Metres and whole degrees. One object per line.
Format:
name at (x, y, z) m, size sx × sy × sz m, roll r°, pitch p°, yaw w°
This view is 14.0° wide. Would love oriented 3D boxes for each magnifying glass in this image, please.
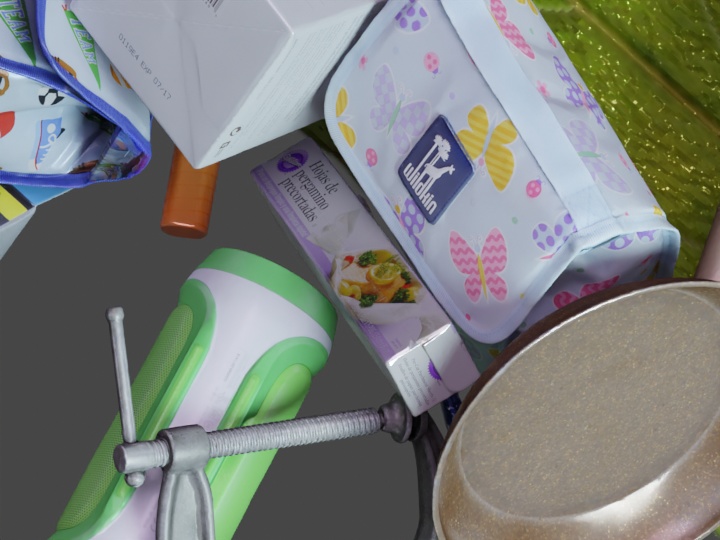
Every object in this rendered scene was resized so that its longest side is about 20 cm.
magnifying glass at (-0.078, -0.113, 1.564) m, size 0.079 × 0.022 × 0.201 m, roll 8°, pitch 72°, yaw 3°

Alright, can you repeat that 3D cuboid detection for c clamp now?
c clamp at (-0.031, 0.102, 1.421) m, size 0.199 × 0.027 × 0.171 m, roll 0°, pitch 92°, yaw -32°

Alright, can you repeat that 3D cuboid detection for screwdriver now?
screwdriver at (0.040, 0.048, 1.499) m, size 0.029 × 0.028 × 0.201 m, roll -25°, pitch 73°, yaw 23°

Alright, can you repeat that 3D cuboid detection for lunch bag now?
lunch bag at (-0.198, -0.141, 1.505) m, size 0.199 × 0.124 × 0.170 m, roll 15°, pitch 53°, yaw -22°
lunch bag at (0.068, -0.046, 1.443) m, size 0.127 × 0.200 × 0.170 m, roll -28°, pitch 73°, yaw -9°

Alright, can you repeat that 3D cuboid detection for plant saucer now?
plant saucer at (0.120, 0.074, 1.418) m, size 0.200 × 0.201 × 0.037 m, roll -25°, pitch 46°, yaw -8°

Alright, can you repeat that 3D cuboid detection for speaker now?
speaker at (-0.087, 0.092, 1.457) m, size 0.088 × 0.088 × 0.200 m, roll 25°, pitch 73°, yaw 9°

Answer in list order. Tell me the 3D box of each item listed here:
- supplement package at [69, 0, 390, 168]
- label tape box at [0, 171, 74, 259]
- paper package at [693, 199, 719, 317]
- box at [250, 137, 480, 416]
supplement package at (-0.025, -0.150, 1.479) m, size 0.200 × 0.110 × 0.114 m, roll -26°, pitch 72°, yaw -45°
label tape box at (-0.263, -0.033, 1.503) m, size 0.143 × 0.066 × 0.200 m, roll 39°, pitch 37°, yaw 14°
paper package at (0.280, -0.026, 1.485) m, size 0.190 × 0.104 × 0.200 m, roll 20°, pitch 73°, yaw 7°
box at (0.000, 0.000, 1.454) m, size 0.039 × 0.042 × 0.200 m, roll -30°, pitch 35°, yaw -4°
